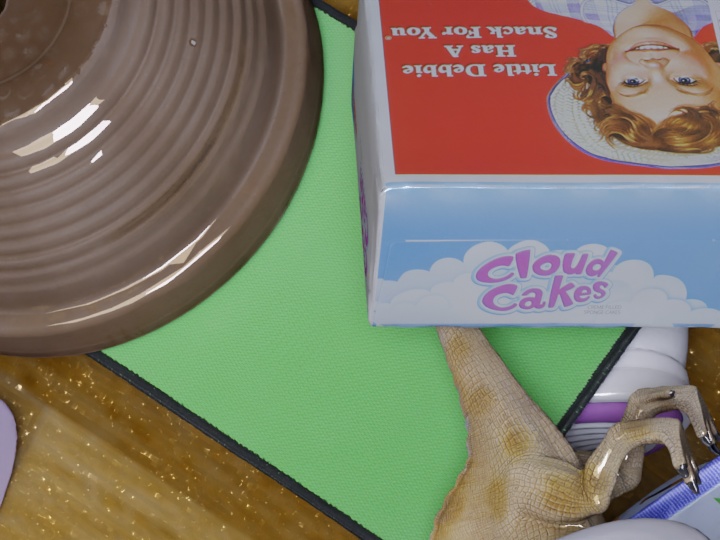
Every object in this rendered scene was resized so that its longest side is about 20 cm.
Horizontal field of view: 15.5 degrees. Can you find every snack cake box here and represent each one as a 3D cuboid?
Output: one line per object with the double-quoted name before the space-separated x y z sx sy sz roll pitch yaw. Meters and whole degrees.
"snack cake box" 0.099 -0.042 0.890 0.199 0.067 0.115 0 45 -4

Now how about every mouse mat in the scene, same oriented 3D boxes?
"mouse mat" 0.000 0.000 0.944 0.200 0.008 0.161 32 79 26

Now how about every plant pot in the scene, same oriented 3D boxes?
"plant pot" -0.120 -0.078 0.955 0.200 0.093 0.202 -6 68 15

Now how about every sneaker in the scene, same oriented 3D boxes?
"sneaker" 0.026 0.022 0.974 0.199 0.075 0.100 -1 66 15

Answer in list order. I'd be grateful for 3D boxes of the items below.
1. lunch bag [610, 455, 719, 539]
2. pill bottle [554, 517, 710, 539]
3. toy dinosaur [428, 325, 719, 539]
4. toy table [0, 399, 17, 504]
"lunch bag" 0.160 0.139 0.907 0.200 0.124 0.170 -37 80 17
"pill bottle" 0.103 0.182 0.792 0.106 0.106 0.200 -27 108 11
"toy dinosaur" 0.065 0.072 0.856 0.101 0.058 0.201 -22 74 18
"toy table" -0.235 0.100 0.980 0.117 0.200 0.184 25 129 22
